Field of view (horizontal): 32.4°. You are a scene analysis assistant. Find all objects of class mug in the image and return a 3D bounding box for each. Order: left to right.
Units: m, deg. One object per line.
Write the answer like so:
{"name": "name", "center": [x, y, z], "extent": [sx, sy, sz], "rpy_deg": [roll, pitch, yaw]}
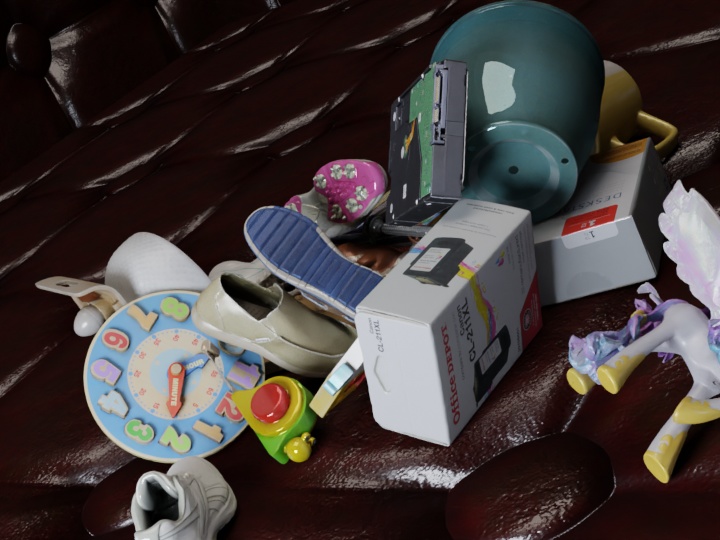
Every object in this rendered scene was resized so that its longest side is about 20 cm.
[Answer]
{"name": "mug", "center": [0.292, -0.181, 1.567], "extent": [0.153, 0.187, 0.150], "rpy_deg": [-32, -13, -39]}

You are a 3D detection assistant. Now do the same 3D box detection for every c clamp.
{"name": "c clamp", "center": [0.078, -0.056, 1.410], "extent": [0.170, 0.027, 0.199], "rpy_deg": [-29, 24, -34]}

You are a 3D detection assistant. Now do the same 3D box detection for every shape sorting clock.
{"name": "shape sorting clock", "center": [-0.204, 0.114, 1.365], "extent": [0.200, 0.200, 0.039], "rpy_deg": [-36, -12, -23]}

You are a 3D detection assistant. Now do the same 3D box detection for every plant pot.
{"name": "plant pot", "center": [0.168, -0.156, 1.338], "extent": [0.199, 0.200, 0.189], "rpy_deg": [-17, 38, 22]}

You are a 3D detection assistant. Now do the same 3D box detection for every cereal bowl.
{"name": "cereal bowl", "center": [-0.240, 0.055, 1.500], "extent": [0.083, 0.201, 0.200], "rpy_deg": [-42, 26, -28]}

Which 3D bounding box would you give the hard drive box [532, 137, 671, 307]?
{"name": "hard drive box", "center": [0.247, -0.052, 1.349], "extent": [0.155, 0.077, 0.200], "rpy_deg": [-17, 23, 26]}

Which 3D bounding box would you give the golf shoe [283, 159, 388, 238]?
{"name": "golf shoe", "center": [-0.017, -0.086, 1.463], "extent": [0.091, 0.076, 0.200], "rpy_deg": [-15, -7, -36]}

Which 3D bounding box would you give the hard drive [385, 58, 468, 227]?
{"name": "hard drive", "center": [0.067, -0.127, 1.287], "extent": [0.038, 0.141, 0.200], "rpy_deg": [4, -7, -10]}

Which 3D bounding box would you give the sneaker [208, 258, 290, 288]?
{"name": "sneaker", "center": [-0.124, 0.012, 1.660], "extent": [0.199, 0.071, 0.080], "rpy_deg": [-24, 29, 23]}

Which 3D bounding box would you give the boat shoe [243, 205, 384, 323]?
{"name": "boat shoe", "center": [-0.045, 0.007, 1.350], "extent": [0.072, 0.200, 0.072], "rpy_deg": [-48, -18, -16]}

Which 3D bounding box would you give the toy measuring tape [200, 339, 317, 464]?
{"name": "toy measuring tape", "center": [-0.098, 0.123, 1.294], "extent": [0.073, 0.074, 0.200], "rpy_deg": [-31, 48, -12]}

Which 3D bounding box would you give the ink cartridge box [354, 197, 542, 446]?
{"name": "ink cartridge box", "center": [0.090, 0.047, 1.186], "extent": [0.082, 0.146, 0.200], "rpy_deg": [13, 40, 32]}

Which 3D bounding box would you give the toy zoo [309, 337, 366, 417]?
{"name": "toy zoo", "center": [0.019, 0.075, 1.253], "extent": [0.200, 0.020, 0.131], "rpy_deg": [-36, -15, -49]}

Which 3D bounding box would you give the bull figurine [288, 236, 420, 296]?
{"name": "bull figurine", "center": [0.000, 0.000, 1.451], "extent": [0.199, 0.066, 0.121], "rpy_deg": [-4, 15, 44]}

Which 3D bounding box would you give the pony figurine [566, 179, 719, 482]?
{"name": "pony figurine", "center": [0.272, 0.052, 1.016], "extent": [0.199, 0.167, 0.193], "rpy_deg": [-29, 53, -17]}

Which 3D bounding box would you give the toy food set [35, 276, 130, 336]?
{"name": "toy food set", "center": [-0.297, 0.093, 1.468], "extent": [0.060, 0.201, 0.143], "rpy_deg": [-42, 25, -25]}

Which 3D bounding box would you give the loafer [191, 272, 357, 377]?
{"name": "loafer", "center": [-0.086, 0.058, 1.361], "extent": [0.199, 0.069, 0.076], "rpy_deg": [16, 39, -6]}

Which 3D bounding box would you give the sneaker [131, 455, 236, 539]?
{"name": "sneaker", "center": [-0.171, 0.218, 1.168], "extent": [0.078, 0.100, 0.200], "rpy_deg": [-24, 21, 4]}

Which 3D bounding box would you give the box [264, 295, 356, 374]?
{"name": "box", "center": [-0.040, 0.060, 1.496], "extent": [0.199, 0.021, 0.164], "rpy_deg": [-17, 23, 21]}

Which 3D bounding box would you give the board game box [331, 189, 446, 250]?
{"name": "board game box", "center": [0.075, -0.064, 1.572], "extent": [0.165, 0.057, 0.200], "rpy_deg": [-7, 20, 39]}
